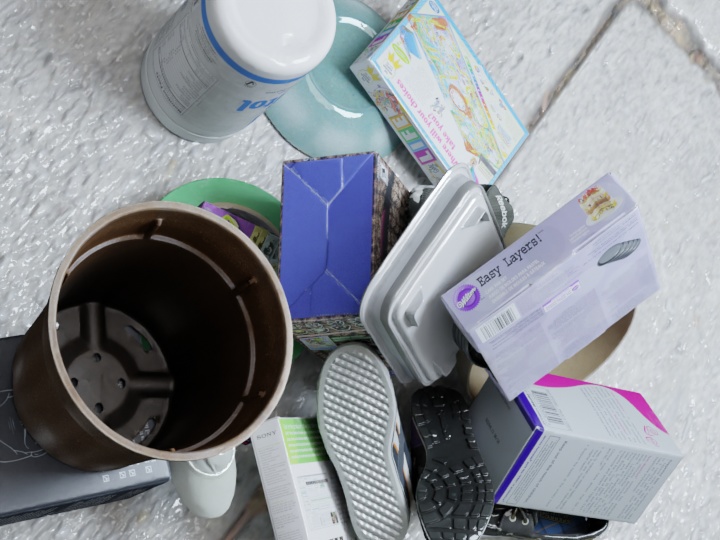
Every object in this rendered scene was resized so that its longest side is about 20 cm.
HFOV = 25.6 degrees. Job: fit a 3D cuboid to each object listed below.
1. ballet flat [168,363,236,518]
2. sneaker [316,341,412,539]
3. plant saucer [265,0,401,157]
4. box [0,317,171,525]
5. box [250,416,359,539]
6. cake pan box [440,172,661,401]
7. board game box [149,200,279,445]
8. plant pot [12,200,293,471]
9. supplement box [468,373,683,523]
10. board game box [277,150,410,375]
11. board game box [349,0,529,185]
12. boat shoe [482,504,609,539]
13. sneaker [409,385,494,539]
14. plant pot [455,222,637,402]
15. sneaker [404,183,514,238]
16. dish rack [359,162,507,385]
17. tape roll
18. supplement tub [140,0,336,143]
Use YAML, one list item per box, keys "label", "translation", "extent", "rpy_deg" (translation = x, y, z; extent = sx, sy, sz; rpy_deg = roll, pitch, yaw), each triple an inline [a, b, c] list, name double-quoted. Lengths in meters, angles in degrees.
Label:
- label: "ballet flat"
  translation: [-0.142, 0.116, 1.405]
  extent: [0.069, 0.069, 0.203]
  rpy_deg: [-1, 75, -29]
- label: "sneaker"
  translation: [0.004, 0.157, 1.505]
  extent: [0.077, 0.079, 0.203]
  rpy_deg: [-7, 104, 6]
- label: "plant saucer"
  translation: [-0.019, -0.212, 1.677]
  extent: [0.199, 0.039, 0.204]
  rpy_deg: [9, 70, -27]
- label: "box"
  translation: [-0.286, 0.137, 1.380]
  extent: [0.198, 0.107, 0.150]
  rpy_deg: [-8, 78, -31]
- label: "box"
  translation: [-0.042, 0.237, 1.477]
  extent: [0.144, 0.036, 0.203]
  rpy_deg: [16, 59, -72]
- label: "cake pan box"
  translation: [0.178, 0.023, 1.457]
  extent: [0.199, 0.184, 0.052]
  rpy_deg: [-37, 58, 1]
- label: "board game box"
  translation: [-0.127, 0.049, 1.487]
  extent: [0.119, 0.032, 0.202]
  rpy_deg: [27, 64, -23]
- label: "plant pot"
  translation: [-0.184, 0.069, 1.279]
  extent: [0.198, 0.198, 0.203]
  rpy_deg: [9, 71, -26]
- label: "supplement box"
  translation: [0.210, 0.176, 1.603]
  extent: [0.198, 0.104, 0.102]
  rpy_deg: [12, 30, -31]
- label: "board game box"
  translation: [0.000, 0.000, 1.523]
  extent: [0.200, 0.096, 0.162]
  rpy_deg: [43, 45, -64]
- label: "board game box"
  translation: [0.088, -0.181, 1.699]
  extent: [0.201, 0.034, 0.135]
  rpy_deg: [53, 52, -19]
- label: "boat shoe"
  translation: [0.167, 0.246, 1.621]
  extent: [0.198, 0.066, 0.071]
  rpy_deg: [18, 67, -23]
- label: "sneaker"
  translation: [0.084, 0.213, 1.537]
  extent: [0.075, 0.088, 0.201]
  rpy_deg: [3, 40, -4]
- label: "plant pot"
  translation: [0.165, 0.030, 1.634]
  extent: [0.198, 0.202, 0.135]
  rpy_deg: [-9, 48, -30]
- label: "sneaker"
  translation: [0.102, -0.054, 1.547]
  extent: [0.200, 0.089, 0.067]
  rpy_deg: [-20, 105, -72]
- label: "dish rack"
  translation: [0.080, 0.014, 1.450]
  extent: [0.043, 0.200, 0.173]
  rpy_deg: [28, 75, 25]
- label: "tape roll"
  translation: [-0.134, 0.013, 1.539]
  extent: [0.198, 0.048, 0.203]
  rpy_deg: [9, 71, -26]
- label: "supplement tub"
  translation: [-0.120, -0.216, 1.527]
  extent: [0.130, 0.200, 0.134]
  rpy_deg: [8, 71, -25]
